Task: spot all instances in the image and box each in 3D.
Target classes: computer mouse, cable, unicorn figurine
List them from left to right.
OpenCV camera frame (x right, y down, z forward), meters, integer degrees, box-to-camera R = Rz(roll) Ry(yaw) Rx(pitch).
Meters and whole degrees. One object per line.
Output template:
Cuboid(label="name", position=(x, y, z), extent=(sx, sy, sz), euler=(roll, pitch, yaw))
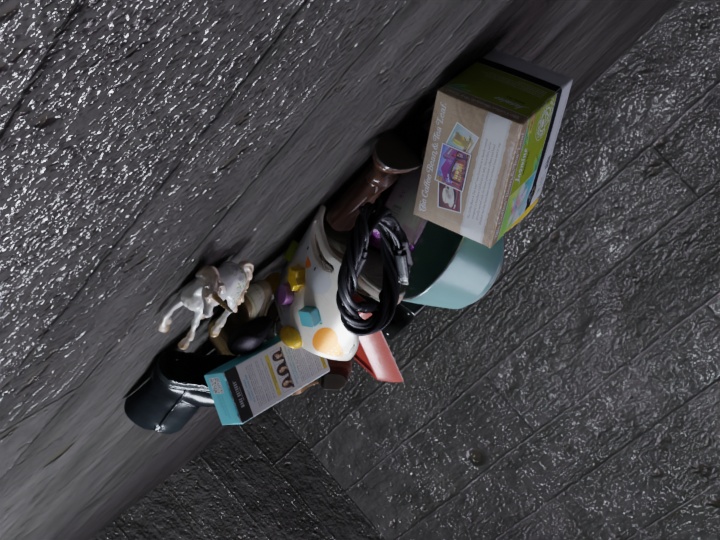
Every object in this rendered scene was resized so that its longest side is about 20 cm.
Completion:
Cuboid(label="unicorn figurine", position=(-0.188, 0.034, 1.349), extent=(0.138, 0.073, 0.200), euler=(-55, -176, 28))
Cuboid(label="computer mouse", position=(-0.137, 0.091, 1.661), extent=(0.059, 0.034, 0.200), euler=(-57, 163, 28))
Cuboid(label="cable", position=(0.012, -0.006, 1.527), extent=(0.164, 0.050, 0.201), euler=(-53, 146, -29))

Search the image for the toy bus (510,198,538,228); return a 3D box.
Cuboid(label="toy bus", position=(0.188, -0.153, 1.912), extent=(0.191, 0.201, 0.136), euler=(-24, 163, -48))

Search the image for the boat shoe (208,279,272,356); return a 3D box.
Cuboid(label="boat shoe", position=(-0.184, 0.078, 1.692), extent=(0.065, 0.072, 0.200), euler=(-34, 166, -33))

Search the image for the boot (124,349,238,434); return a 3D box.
Cuboid(label="boot", position=(-0.253, 0.197, 1.694), extent=(0.198, 0.077, 0.168), euler=(13, 143, -24))

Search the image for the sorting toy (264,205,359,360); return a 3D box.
Cuboid(label="sorting toy", position=(-0.063, 0.005, 1.606), extent=(0.106, 0.201, 0.181), euler=(-4, 143, -24))

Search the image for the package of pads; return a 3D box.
Cuboid(label="package of pads", position=(0.085, -0.123, 1.675), extent=(0.121, 0.075, 0.202), euler=(106, 10, -79))

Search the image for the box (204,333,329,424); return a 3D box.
Cuboid(label="box", position=(-0.137, 0.154, 1.637), extent=(0.049, 0.083, 0.199), euler=(-12, -170, 44))

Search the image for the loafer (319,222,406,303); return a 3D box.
Cuboid(label="loafer", position=(0.000, 0.000, 1.701), extent=(0.071, 0.200, 0.063), euler=(-11, 132, -37))

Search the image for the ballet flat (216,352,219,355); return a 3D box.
Cuboid(label="ballet flat", position=(-0.192, 0.138, 1.798), extent=(0.201, 0.074, 0.074), euler=(-59, -177, -25))

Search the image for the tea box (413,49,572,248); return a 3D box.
Cuboid(label="tea box", position=(0.187, -0.176, 1.543), extent=(0.197, 0.133, 0.202), euler=(-41, 149, -47))

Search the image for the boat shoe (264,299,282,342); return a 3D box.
Cuboid(label="boat shoe", position=(-0.114, 0.079, 1.808), extent=(0.060, 0.073, 0.201), euler=(1, -167, 13))

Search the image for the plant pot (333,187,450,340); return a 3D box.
Cuboid(label="plant pot", position=(0.056, -0.006, 1.840), extent=(0.178, 0.199, 0.200), euler=(-56, -177, -29))

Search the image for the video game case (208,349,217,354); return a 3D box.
Cuboid(label="video game case", position=(-0.225, 0.172, 1.904), extent=(0.199, 0.022, 0.182), euler=(-6, -159, 40))

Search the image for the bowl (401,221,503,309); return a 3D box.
Cuboid(label="bowl", position=(0.147, -0.021, 1.688), extent=(0.201, 0.104, 0.202), euler=(-46, -153, 31))

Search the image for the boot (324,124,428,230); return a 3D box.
Cuboid(label="boot", position=(0.005, -0.116, 1.560), extent=(0.200, 0.064, 0.186), euler=(-42, 175, 27))

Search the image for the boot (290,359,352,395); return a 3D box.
Cuboid(label="boot", position=(-0.108, 0.150, 1.800), extent=(0.146, 0.198, 0.071), euler=(-125, -129, -70))

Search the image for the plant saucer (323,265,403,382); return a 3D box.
Cuboid(label="plant saucer", position=(-0.025, 0.082, 1.773), extent=(0.037, 0.199, 0.201), euler=(-37, 134, -15))
